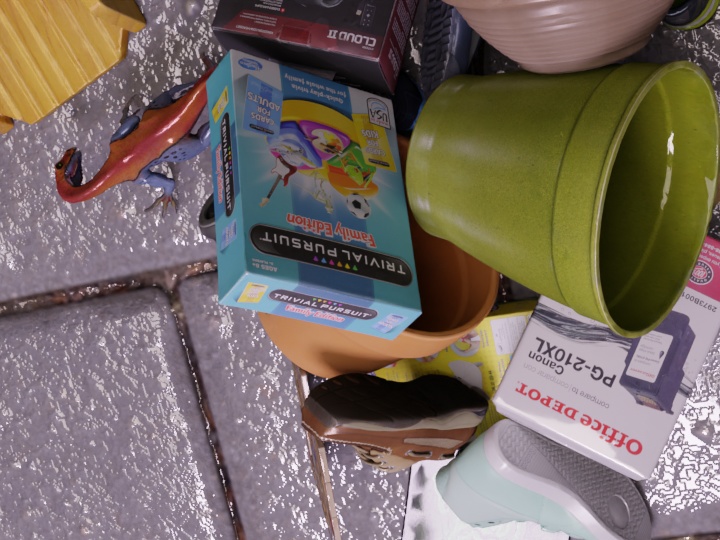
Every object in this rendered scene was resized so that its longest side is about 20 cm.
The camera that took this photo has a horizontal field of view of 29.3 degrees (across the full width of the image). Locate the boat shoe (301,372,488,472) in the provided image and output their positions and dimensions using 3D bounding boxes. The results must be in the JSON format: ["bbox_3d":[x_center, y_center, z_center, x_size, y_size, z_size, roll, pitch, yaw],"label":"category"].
[{"bbox_3d":[0.030,0.135,1.157,0.075,0.198,0.075,38,112,41],"label":"boat shoe"}]

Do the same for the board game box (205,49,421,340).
[{"bbox_3d":[-0.037,-0.058,1.046,0.047,0.149,0.202,-43,44,44],"label":"board game box"}]

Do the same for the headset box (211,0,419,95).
[{"bbox_3d":[-0.026,-0.244,1.135,0.147,0.077,0.203,12,78,15],"label":"headset box"}]

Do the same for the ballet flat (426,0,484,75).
[{"bbox_3d":[0.083,-0.200,1.176,0.066,0.046,0.203,-4,104,-14],"label":"ballet flat"}]

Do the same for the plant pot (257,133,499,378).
[{"bbox_3d":[0.000,0.000,1.167,0.200,0.200,0.140,47,135,1],"label":"plant pot"}]

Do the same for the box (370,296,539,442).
[{"bbox_3d":[0.086,0.097,1.255,0.197,0.048,0.119,-9,102,18],"label":"box"}]

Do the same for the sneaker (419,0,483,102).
[{"bbox_3d":[0.102,-0.226,1.113,0.081,0.070,0.203,9,98,-19],"label":"sneaker"}]

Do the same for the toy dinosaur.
[{"bbox_3d":[-0.200,-0.125,1.241,0.180,0.200,0.106,-31,77,-8],"label":"toy dinosaur"}]

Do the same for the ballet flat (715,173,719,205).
[{"bbox_3d":[0.207,-0.089,1.154,0.198,0.063,0.070,20,111,12],"label":"ballet flat"}]

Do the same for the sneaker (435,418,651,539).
[{"bbox_3d":[0.162,0.207,1.242,0.199,0.074,0.118,31,139,-20],"label":"sneaker"}]

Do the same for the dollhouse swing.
[{"bbox_3d":[-0.340,-0.229,1.239,0.199,0.176,0.183,-30,94,22],"label":"dollhouse swing"}]

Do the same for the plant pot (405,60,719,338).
[{"bbox_3d":[0.144,-0.072,1.046,0.191,0.199,0.203,16,111,34],"label":"plant pot"}]

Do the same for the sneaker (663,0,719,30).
[{"bbox_3d":[0.250,-0.287,1.075,0.073,0.081,0.203,-5,103,19],"label":"sneaker"}]

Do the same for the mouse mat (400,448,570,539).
[{"bbox_3d":[0.116,0.266,1.303,0.158,0.008,0.203,9,108,10],"label":"mouse mat"}]

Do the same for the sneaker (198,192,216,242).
[{"bbox_3d":[-0.050,-0.072,1.252,0.198,0.076,0.079,-28,124,17],"label":"sneaker"}]

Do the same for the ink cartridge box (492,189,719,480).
[{"bbox_3d":[0.213,0.054,1.141,0.143,0.084,0.202,25,86,10],"label":"ink cartridge box"}]

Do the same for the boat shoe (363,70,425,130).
[{"bbox_3d":[-0.036,-0.184,1.195,0.198,0.068,0.085,21,102,22],"label":"boat shoe"}]

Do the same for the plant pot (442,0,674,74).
[{"bbox_3d":[0.157,-0.204,1.004,0.198,0.201,0.094,-7,114,20],"label":"plant pot"}]

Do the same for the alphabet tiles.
[{"bbox_3d":[-0.041,0.153,1.226,0.007,0.200,0.169,-12,113,-6],"label":"alphabet tiles"}]
